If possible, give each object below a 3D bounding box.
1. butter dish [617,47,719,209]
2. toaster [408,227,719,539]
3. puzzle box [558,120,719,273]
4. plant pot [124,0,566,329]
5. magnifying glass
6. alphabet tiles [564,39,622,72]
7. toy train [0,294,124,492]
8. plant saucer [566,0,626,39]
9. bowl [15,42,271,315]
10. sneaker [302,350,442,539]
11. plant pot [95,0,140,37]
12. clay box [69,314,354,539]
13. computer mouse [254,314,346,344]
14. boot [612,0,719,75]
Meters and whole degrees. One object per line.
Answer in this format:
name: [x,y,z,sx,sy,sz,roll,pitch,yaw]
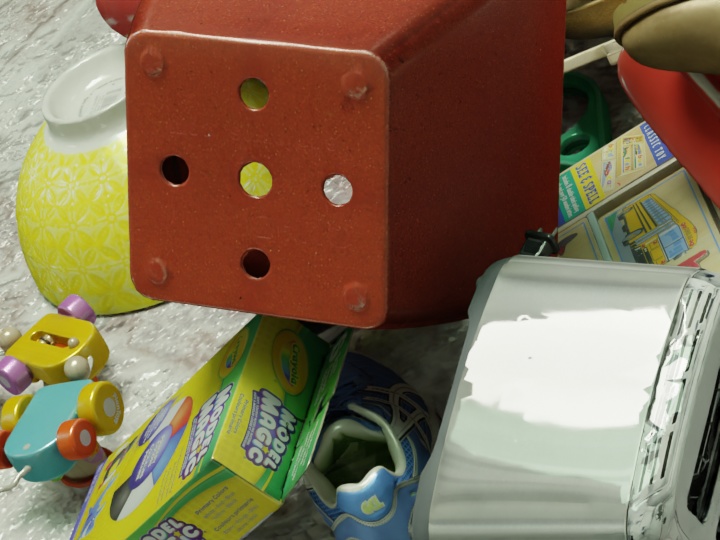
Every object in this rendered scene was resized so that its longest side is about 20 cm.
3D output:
butter dish: [0.270,-0.097,1.318,0.200,0.148,0.200,-48,58,17]
toaster: [0.115,0.073,1.201,0.129,0.114,0.201,1,60,32]
puzzle box: [0.138,0.006,1.352,0.133,0.025,0.200,-32,35,12]
plant pot: [-0.019,-0.069,1.286,0.199,0.201,0.176,7,20,19]
magnifying glass: [0.128,-0.066,1.488,0.079,0.022,0.200,-33,33,-6]
alphabet tiles: [0.189,-0.142,1.464,0.195,0.015,0.200,-21,3,10]
toy train: [-0.204,0.090,1.502,0.150,0.056,0.200,-32,29,-2]
plant saucer: [0.180,-0.193,1.578,0.200,0.036,0.200,-27,18,10]
bowl: [-0.142,-0.077,1.630,0.199,0.108,0.200,-20,34,14]
sneaker: [0.005,0.088,1.319,0.076,0.077,0.200,-30,30,1]
plant pot: [-0.074,-0.228,1.624,0.200,0.200,0.183,5,87,41]
clay box: [-0.082,0.101,1.312,0.200,0.048,0.115,-45,19,39]
computer mouse: [0.000,0.000,1.439,0.200,0.044,0.110,-39,-2,-13]
boot: [0.207,-0.049,1.222,0.175,0.066,0.201,-12,75,31]
